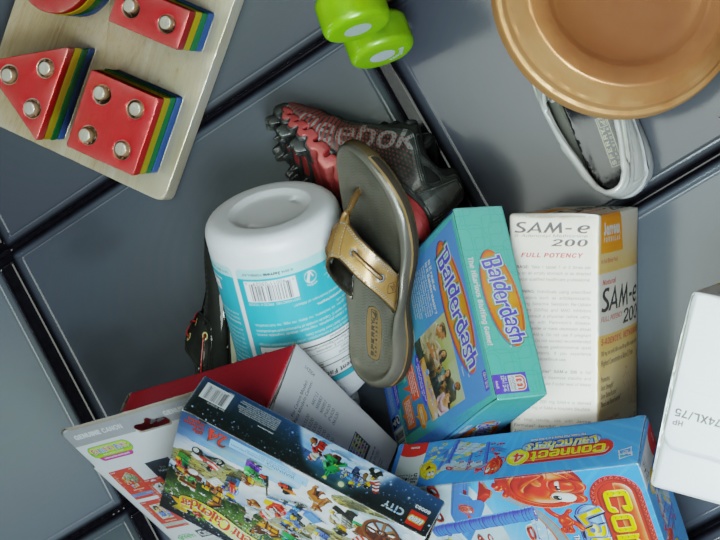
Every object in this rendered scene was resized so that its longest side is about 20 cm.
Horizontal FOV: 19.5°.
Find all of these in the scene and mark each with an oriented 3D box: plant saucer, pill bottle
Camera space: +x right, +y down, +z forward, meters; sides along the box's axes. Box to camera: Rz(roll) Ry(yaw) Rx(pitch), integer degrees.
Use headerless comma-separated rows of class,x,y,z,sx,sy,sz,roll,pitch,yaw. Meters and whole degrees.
plant saucer,0.199,-0.216,1.590,0.200,0.037,0.200,0,88,-6
pill bottle,-0.052,0.037,1.694,0.111,0.111,0.200,0,120,22

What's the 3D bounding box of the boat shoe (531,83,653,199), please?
boat shoe,0.166,-0.148,1.638,0.072,0.066,0.200,-21,87,22

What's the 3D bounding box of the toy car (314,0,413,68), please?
toy car,0.050,-0.278,1.640,0.200,0.158,0.164,-21,77,10

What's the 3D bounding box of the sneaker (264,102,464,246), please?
sneaker,0.007,-0.088,1.703,0.098,0.071,0.200,-36,50,-21

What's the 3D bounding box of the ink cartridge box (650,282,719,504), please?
ink cartridge box,0.316,0.092,1.525,0.147,0.200,0.146,14,99,20

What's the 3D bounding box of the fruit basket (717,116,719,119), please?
fruit basket,0.337,-0.041,1.507,0.185,0.200,0.094,40,105,13

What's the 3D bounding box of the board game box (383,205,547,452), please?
board game box,0.070,0.058,1.619,0.200,0.045,0.152,133,130,-61

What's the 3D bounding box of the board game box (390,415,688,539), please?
board game box,0.144,0.213,1.576,0.196,0.056,0.200,-9,122,22

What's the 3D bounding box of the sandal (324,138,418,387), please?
sandal,0.000,0.000,1.613,0.082,0.055,0.200,26,123,46

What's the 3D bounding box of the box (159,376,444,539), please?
box,-0.047,0.173,1.556,0.200,0.038,0.137,27,141,8

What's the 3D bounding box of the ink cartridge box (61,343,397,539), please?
ink cartridge box,-0.106,0.133,1.657,0.200,0.084,0.176,-17,127,40

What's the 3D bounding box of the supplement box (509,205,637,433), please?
supplement box,0.167,0.051,1.621,0.073,0.126,0.200,1,95,21

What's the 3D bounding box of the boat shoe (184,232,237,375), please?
boat shoe,-0.120,0.060,1.762,0.063,0.074,0.202,0,98,14

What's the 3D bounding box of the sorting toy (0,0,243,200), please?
sorting toy,-0.225,-0.187,1.788,0.199,0.070,0.200,25,103,18
